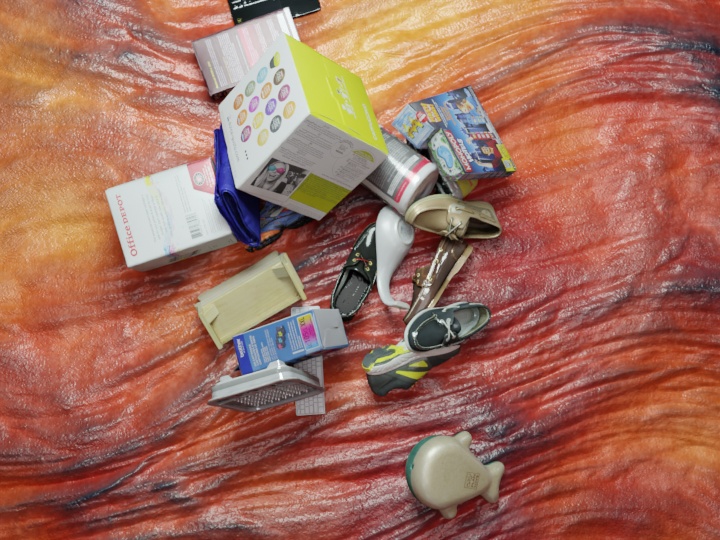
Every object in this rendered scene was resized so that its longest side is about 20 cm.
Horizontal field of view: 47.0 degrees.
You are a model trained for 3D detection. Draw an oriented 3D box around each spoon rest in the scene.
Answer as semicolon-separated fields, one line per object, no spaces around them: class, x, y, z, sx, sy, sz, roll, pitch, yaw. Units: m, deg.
spoon rest;0.062;-0.025;1.555;0.098;0.060;0.204;19;67;-42

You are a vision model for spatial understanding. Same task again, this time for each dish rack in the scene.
dish rack;-0.165;0.205;1.464;0.169;0.200;0.044;-18;70;12

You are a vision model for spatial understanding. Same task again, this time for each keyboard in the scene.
keyboard;-0.100;0.171;1.571;0.055;0.011;0.204;-3;86;-3

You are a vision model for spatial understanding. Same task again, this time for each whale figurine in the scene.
whale figurine;0.171;0.376;1.537;0.197;0.103;0.162;14;84;-26

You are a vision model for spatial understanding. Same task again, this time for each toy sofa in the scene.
toy sofa;-0.206;0.052;1.549;0.198;0.098;0.084;-30;112;-5

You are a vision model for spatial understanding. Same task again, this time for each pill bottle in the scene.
pill bottle;0.040;-0.202;1.548;0.199;0.111;0.111;38;85;15

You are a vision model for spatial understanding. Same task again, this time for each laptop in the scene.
laptop;-0.185;-0.587;1.582;0.174;0.103;0.204;-17;86;-3

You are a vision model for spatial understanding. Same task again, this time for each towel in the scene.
towel;-0.223;-0.157;1.484;0.049;0.149;0.202;-14;48;8

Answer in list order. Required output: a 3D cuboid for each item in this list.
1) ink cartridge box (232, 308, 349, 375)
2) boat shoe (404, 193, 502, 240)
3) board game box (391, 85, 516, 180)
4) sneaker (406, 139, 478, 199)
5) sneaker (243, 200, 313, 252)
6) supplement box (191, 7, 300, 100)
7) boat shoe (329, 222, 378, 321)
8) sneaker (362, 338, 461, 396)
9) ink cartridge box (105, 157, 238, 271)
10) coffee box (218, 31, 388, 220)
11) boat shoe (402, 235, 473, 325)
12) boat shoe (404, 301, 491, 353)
ink cartridge box;-0.137;0.132;1.489;0.197;0.136;0.078;-17;82;18
boat shoe;0.177;-0.094;1.536;0.197;0.072;0.065;-1;45;-26
board game box;0.163;-0.245;1.515;0.197;0.062;0.202;-8;64;-39
sneaker;0.157;-0.226;1.591;0.089;0.078;0.202;-27;88;-19
sneaker;-0.145;-0.115;1.562;0.198;0.075;0.079;-29;84;-6
supplement box;-0.211;-0.413;1.584;0.197;0.061;0.111;-20;93;-5
boat shoe;0.003;0.001;1.565;0.073;0.063;0.204;25;83;2
sneaker;0.097;0.174;1.559;0.196;0.075;0.086;-14;118;-13
ink cartridge box;-0.340;-0.097;1.513;0.196;0.145;0.148;-17;88;-5
coffee box;-0.101;-0.245;1.442;0.197;0.198;0.202;-39;52;29
boat shoe;0.132;0.016;1.566;0.070;0.070;0.201;35;76;-6
boat shoe;0.162;0.099;1.511;0.198;0.060;0.077;-25;104;-41
